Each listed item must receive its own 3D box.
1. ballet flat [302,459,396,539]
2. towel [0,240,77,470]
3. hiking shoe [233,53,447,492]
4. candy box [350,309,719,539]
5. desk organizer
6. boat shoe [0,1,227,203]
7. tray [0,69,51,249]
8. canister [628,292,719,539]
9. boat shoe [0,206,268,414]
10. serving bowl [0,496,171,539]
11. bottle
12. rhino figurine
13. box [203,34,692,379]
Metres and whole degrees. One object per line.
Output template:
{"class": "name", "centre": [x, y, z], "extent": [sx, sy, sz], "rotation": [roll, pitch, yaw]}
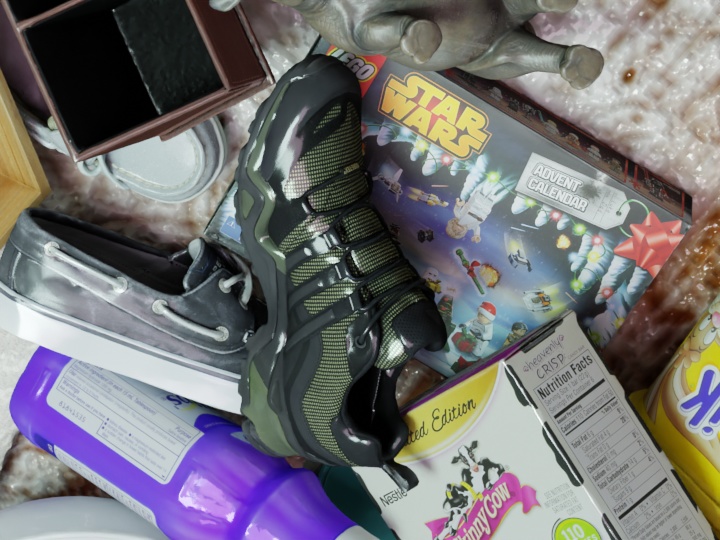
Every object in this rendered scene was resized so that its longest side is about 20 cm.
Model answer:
{"class": "ballet flat", "centre": [-0.001, 0.173, 1.255], "extent": [0.067, 0.062, 0.201], "rotation": [-26, 111, -25]}
{"class": "towel", "centre": [-0.227, 0.041, 1.246], "extent": [0.132, 0.035, 0.200], "rotation": [26, 116, -3]}
{"class": "hiking shoe", "centre": [0.000, 0.000, 1.106], "extent": [0.100, 0.076, 0.201], "rotation": [15, 117, 30]}
{"class": "candy box", "centre": [0.096, 0.136, 1.139], "extent": [0.136, 0.061, 0.200], "rotation": [-34, 88, 48]}
{"class": "desk organizer", "centre": [-0.124, -0.155, 1.077], "extent": [0.072, 0.077, 0.201], "rotation": [-24, 90, 32]}
{"class": "boat shoe", "centre": [-0.152, -0.100, 1.152], "extent": [0.202, 0.065, 0.074], "rotation": [43, 113, -11]}
{"class": "tray", "centre": [-0.209, -0.069, 1.092], "extent": [0.037, 0.099, 0.200], "rotation": [25, 152, 27]}
{"class": "canister", "centre": [0.226, 0.050, 1.129], "extent": [0.149, 0.086, 0.200], "rotation": [45, 116, 25]}
{"class": "boat shoe", "centre": [-0.081, 0.019, 1.185], "extent": [0.199, 0.072, 0.068], "rotation": [19, 109, -11]}
{"class": "serving bowl", "centre": [-0.156, 0.189, 1.269], "extent": [0.199, 0.066, 0.201], "rotation": [-6, 129, -7]}
{"class": "bottle", "centre": [-0.079, 0.101, 1.185], "extent": [0.200, 0.083, 0.065], "rotation": [31, 93, 24]}
{"class": "rhino figurine", "centre": [0.009, -0.124, 1.073], "extent": [0.199, 0.087, 0.060], "rotation": [9, 97, -29]}
{"class": "box", "centre": [0.042, -0.026, 1.169], "extent": [0.199, 0.040, 0.137], "rotation": [30, 114, -5]}
